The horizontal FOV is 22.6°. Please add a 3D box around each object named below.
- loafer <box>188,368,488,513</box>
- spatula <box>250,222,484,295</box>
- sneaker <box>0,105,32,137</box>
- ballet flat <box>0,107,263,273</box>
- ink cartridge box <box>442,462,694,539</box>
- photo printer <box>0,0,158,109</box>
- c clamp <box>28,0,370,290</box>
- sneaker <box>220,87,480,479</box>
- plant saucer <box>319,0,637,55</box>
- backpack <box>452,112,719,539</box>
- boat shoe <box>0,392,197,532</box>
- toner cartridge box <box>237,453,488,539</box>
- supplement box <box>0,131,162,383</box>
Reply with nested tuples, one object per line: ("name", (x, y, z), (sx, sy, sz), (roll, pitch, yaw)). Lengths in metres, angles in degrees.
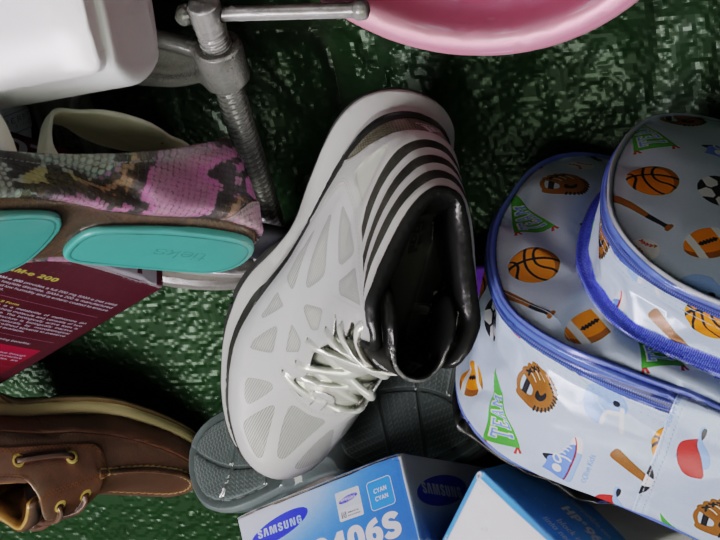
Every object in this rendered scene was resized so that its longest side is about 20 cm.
("loafer", (0.003, 0.079, 0.907), (0.199, 0.072, 0.063), (-17, 162, 35))
("spatula", (0.000, 0.000, 0.844), (0.199, 0.021, 0.057), (14, 134, -19))
("sneaker", (-0.248, -0.068, 0.867), (0.199, 0.073, 0.071), (-15, 98, 22))
("ballet flat", (-0.129, -0.033, 0.741), (0.199, 0.072, 0.069), (-3, 157, -39))
("ink cartridge box", (0.116, 0.141, 0.840), (0.068, 0.199, 0.116), (41, 121, 32))
("photo printer", (-0.195, -0.145, 0.757), (0.199, 0.069, 0.168), (-7, 100, 20))
("c clamp", (-0.073, -0.051, 0.830), (0.170, 0.027, 0.201), (8, 141, 12))
("sneaker", (-0.009, 0.031, 0.777), (0.075, 0.116, 0.201), (14, 119, -17))
("plant saucer", (0.044, -0.184, 0.717), (0.199, 0.051, 0.201), (7, 128, 9))
("backpack", (0.139, 0.026, 0.771), (0.189, 0.200, 0.155), (11, 121, 9))
("boat shoe", (-0.168, 0.101, 0.919), (0.199, 0.068, 0.072), (13, 150, -38))
("toner cartridge box", (0.038, 0.132, 0.882), (0.095, 0.043, 0.200), (-25, 157, 26))
("supplement box", (-0.194, 0.006, 0.855), (0.108, 0.061, 0.200), (16, 149, -40))
